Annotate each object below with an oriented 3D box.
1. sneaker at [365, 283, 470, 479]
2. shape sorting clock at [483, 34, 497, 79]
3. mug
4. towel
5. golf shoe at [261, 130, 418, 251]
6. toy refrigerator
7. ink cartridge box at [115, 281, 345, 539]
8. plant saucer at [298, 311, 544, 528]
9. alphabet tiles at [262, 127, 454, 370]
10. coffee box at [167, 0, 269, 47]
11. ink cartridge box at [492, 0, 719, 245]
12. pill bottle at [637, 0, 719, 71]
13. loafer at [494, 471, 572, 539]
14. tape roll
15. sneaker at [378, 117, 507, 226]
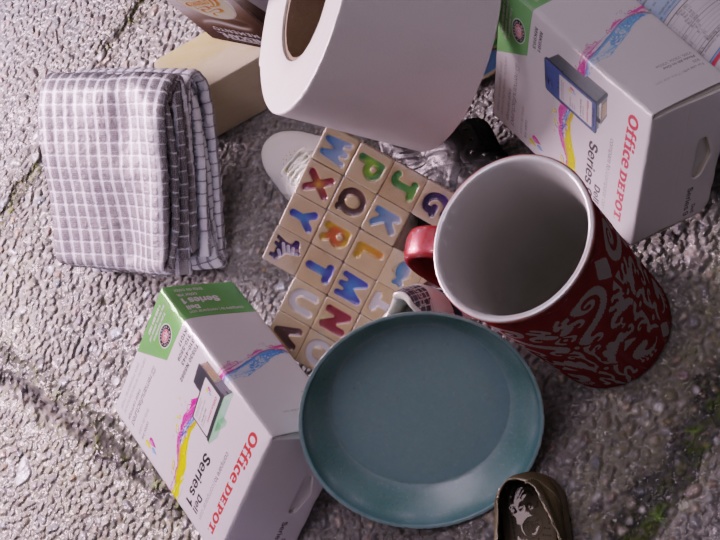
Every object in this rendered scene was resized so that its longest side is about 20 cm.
[{"bbox_3d":[0.018,0.103,1.533,0.076,0.080,0.201,25,100,29],"label":"sneaker"},{"bbox_3d":[0.071,-0.265,1.648,0.199,0.039,0.201,5,104,21],"label":"shape sorting clock"},{"bbox_3d":[0.147,-0.001,1.441,0.177,0.200,0.134,39,92,37],"label":"mug"},{"bbox_3d":[-0.221,-0.091,1.727,0.165,0.085,0.201,3,102,32],"label":"towel"},{"bbox_3d":[-0.031,-0.082,1.654,0.200,0.091,0.075,37,91,38],"label":"golf shoe"},{"bbox_3d":[-0.095,-0.210,1.759,0.199,0.076,0.070,-27,57,19],"label":"toy refrigerator"},{"bbox_3d":[-0.116,0.129,1.582,0.200,0.084,0.145,49,128,36],"label":"ink cartridge box"},{"bbox_3d":[0.049,0.116,1.480,0.199,0.200,0.036,-33,21,15],"label":"plant saucer"},{"bbox_3d":[0.000,0.000,1.576,0.167,0.008,0.201,29,105,7],"label":"alphabet tiles"},{"bbox_3d":[-0.132,-0.279,1.639,0.114,0.200,0.080,16,79,36],"label":"coffee box"},{"bbox_3d":[0.200,-0.142,1.486,0.087,0.146,0.200,-26,53,-23],"label":"ink cartridge box"},{"bbox_3d":[0.298,-0.179,1.485,0.109,0.109,0.200,-46,54,6],"label":"pill bottle"},{"bbox_3d":[0.136,0.248,1.419,0.076,0.067,0.201,-25,58,20],"label":"loafer"},{"bbox_3d":[0.015,-0.213,1.530,0.203,0.138,0.204,-168,90,-70],"label":"tape roll"},{"bbox_3d":[0.108,-0.091,1.592,0.199,0.060,0.105,-11,69,31],"label":"sneaker"}]
